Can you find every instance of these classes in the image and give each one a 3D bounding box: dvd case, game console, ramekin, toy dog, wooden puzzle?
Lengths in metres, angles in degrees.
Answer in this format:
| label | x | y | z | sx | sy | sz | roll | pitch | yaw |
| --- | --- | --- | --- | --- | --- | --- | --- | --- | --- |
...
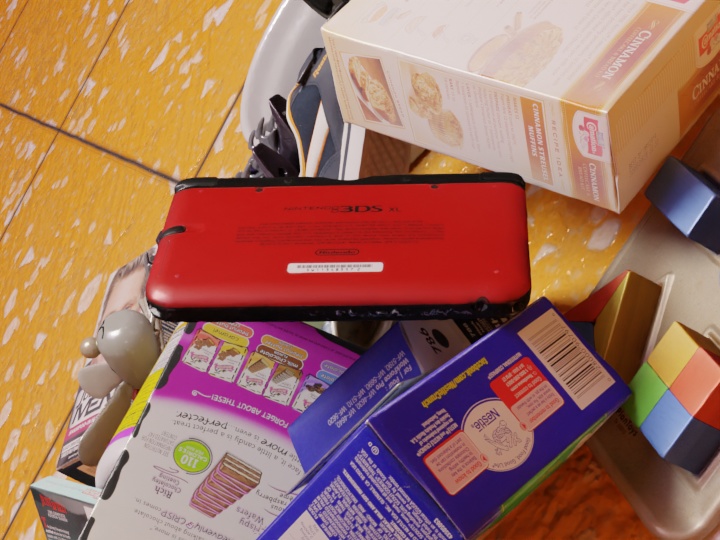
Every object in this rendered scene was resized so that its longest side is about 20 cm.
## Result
| label | x | y | z | sx | sy | sz | roll | pitch | yaw |
| --- | --- | --- | --- | --- | --- | --- | --- | --- | --- |
| dvd case | -0.162 | 0.243 | 1.011 | 0.022 | 0.203 | 0.145 | -23 | 11 | -31 |
| game console | -0.005 | 0.012 | 0.833 | 0.173 | 0.197 | 0.120 | -84 | -8 | -55 |
| ramekin | 0.001 | -0.162 | 1.169 | 0.200 | 0.097 | 0.202 | -39 | 35 | 34 |
| toy dog | -0.191 | 0.125 | 1.144 | 0.132 | 0.095 | 0.203 | -119 | 20 | -77 |
| wooden puzzle | 0.178 | 0.014 | 0.781 | 0.201 | 0.046 | 0.186 | -53 | 29 | 13 |

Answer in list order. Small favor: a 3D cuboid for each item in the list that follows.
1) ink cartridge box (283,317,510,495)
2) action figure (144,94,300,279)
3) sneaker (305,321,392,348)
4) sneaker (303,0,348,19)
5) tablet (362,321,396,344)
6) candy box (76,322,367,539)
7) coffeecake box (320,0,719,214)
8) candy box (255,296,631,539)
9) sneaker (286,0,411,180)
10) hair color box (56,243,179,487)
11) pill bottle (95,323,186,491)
| label | x | y | z | sx | sy | sz | roll | pitch | yaw |
| --- | --- | --- | --- | --- | --- | --- | --- | --- | --- |
| ink cartridge box | 0.028 | 0.066 | 0.845 | 0.099 | 0.199 | 0.039 | -45 | 74 | 24 |
| action figure | -0.098 | -0.035 | 1.108 | 0.200 | 0.069 | 0.130 | -46 | 6 | 42 |
| sneaker | 0.000 | 0.000 | 1.041 | 0.089 | 0.067 | 0.203 | -13 | 54 | 43 |
| sneaker | -0.003 | -0.242 | 1.031 | 0.079 | 0.075 | 0.200 | -50 | 4 | -13 |
| tablet | 0.017 | 0.005 | 1.082 | 0.199 | 0.014 | 0.132 | 6 | 70 | 60 |
| candy box | -0.076 | 0.126 | 0.917 | 0.061 | 0.135 | 0.202 | 99 | -165 | -62 |
| coffeecake box | 0.103 | -0.133 | 0.868 | 0.198 | 0.074 | 0.154 | 22 | 54 | 35 |
| candy box | 0.023 | 0.123 | 0.771 | 0.168 | 0.077 | 0.200 | -29 | -15 | -48 |
| sneaker | -0.002 | -0.131 | 0.967 | 0.079 | 0.078 | 0.203 | 19 | 100 | 39 |
| hair color box | -0.196 | 0.084 | 1.304 | 0.100 | 0.060 | 0.202 | -28 | 42 | 44 |
| pill bottle | -0.103 | 0.096 | 1.054 | 0.104 | 0.104 | 0.201 | -34 | 20 | 39 |
